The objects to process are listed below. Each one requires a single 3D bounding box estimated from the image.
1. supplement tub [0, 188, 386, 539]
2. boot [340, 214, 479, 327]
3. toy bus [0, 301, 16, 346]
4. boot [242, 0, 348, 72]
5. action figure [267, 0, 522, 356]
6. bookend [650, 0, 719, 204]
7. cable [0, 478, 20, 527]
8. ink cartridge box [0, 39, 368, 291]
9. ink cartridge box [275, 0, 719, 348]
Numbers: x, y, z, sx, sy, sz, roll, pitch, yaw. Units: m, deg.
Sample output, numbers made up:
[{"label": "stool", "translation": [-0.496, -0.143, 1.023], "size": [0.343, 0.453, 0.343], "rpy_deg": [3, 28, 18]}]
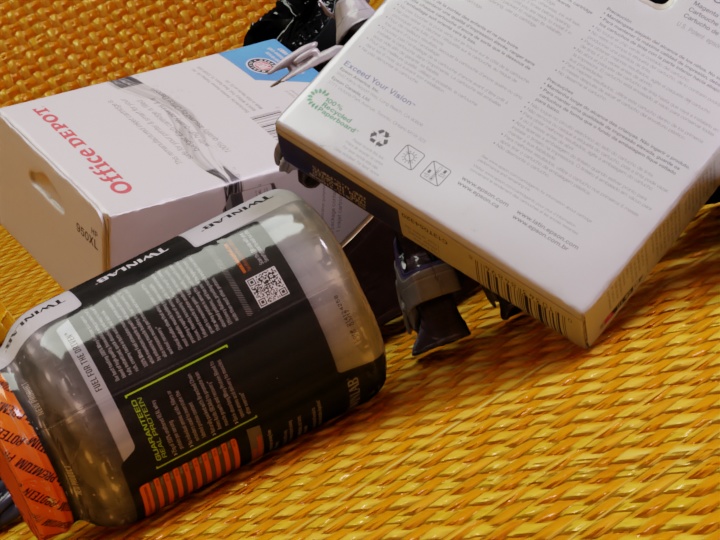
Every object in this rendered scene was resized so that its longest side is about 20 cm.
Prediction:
[{"label": "supplement tub", "translation": [-0.097, 0.051, 1.385], "size": [0.199, 0.123, 0.122], "rpy_deg": [-26, 10, -13]}, {"label": "boot", "translation": [0.000, 0.000, 1.567], "size": [0.200, 0.075, 0.097], "rpy_deg": [-33, 15, -31]}, {"label": "toy bus", "translation": [-0.317, 0.085, 1.784], "size": [0.192, 0.136, 0.200], "rpy_deg": [-37, 11, 5]}, {"label": "boot", "translation": [-0.023, -0.134, 2.014], "size": [0.200, 0.168, 0.077], "rpy_deg": [-23, 45, 52]}, {"label": "action figure", "translation": [0.024, -0.060, 1.433], "size": [0.130, 0.201, 0.069], "rpy_deg": [-22, -3, -6]}, {"label": "bookend", "translation": [0.206, -0.158, 1.417], "size": [0.198, 0.201, 0.092], "rpy_deg": [-27, -10, 37]}, {"label": "cable", "translation": [-0.255, 0.129, 1.579], "size": [0.163, 0.051, 0.200], "rpy_deg": [-29, 10, -27]}, {"label": "ink cartridge box", "translation": [-0.099, -0.054, 1.602], "size": [0.199, 0.085, 0.145], "rpy_deg": [-16, 36, -29]}, {"label": "ink cartridge box", "translation": [0.093, -0.087, 1.361], "size": [0.200, 0.196, 0.043], "rpy_deg": [-48, -25, -20]}]
